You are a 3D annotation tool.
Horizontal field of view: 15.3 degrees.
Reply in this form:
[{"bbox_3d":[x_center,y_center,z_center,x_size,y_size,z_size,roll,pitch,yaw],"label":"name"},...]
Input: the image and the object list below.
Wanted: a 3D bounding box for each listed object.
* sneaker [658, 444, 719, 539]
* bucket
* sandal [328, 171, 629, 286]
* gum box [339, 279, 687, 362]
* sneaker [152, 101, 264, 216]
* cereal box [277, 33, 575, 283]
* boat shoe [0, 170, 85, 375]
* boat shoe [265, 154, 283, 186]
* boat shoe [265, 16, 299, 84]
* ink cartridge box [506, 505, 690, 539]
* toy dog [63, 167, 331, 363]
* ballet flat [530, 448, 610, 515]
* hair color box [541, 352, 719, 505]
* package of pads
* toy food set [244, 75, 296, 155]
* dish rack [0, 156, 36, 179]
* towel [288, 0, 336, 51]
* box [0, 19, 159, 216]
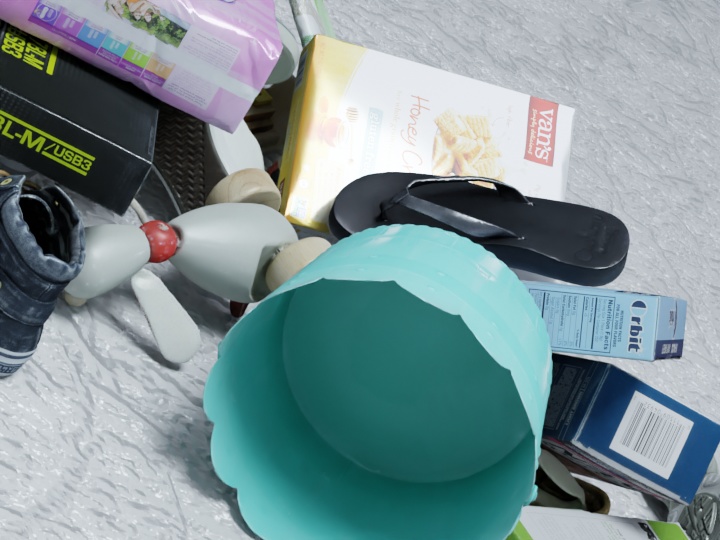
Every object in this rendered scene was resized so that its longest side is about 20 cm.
[{"bbox_3d":[0.266,0.183,1.916,0.099,0.078,0.200,32,26,-23],"label":"sneaker"},{"bbox_3d":[0.018,0.077,1.606,0.207,0.207,0.135,39,24,-1],"label":"bucket"},{"bbox_3d":[0.080,-0.038,1.774,0.200,0.043,0.076,6,47,2],"label":"sandal"},{"bbox_3d":[0.103,0.028,1.735,0.200,0.045,0.170,6,0,13],"label":"gum box"},{"bbox_3d":[-0.116,-0.099,1.822,0.085,0.073,0.200,-55,126,-73],"label":"sneaker"},{"bbox_3d":[0.046,-0.069,1.848,0.200,0.040,0.144,14,68,-15],"label":"cereal box"},{"bbox_3d":[-0.215,-0.034,1.593,0.071,0.091,0.200,19,31,-37],"label":"boat shoe"},{"bbox_3d":[0.000,0.000,1.872,0.200,0.063,0.071,46,23,13],"label":"boat shoe"},{"bbox_3d":[-0.126,-0.198,1.833,0.201,0.070,0.072,26,49,-1],"label":"boat shoe"},{"bbox_3d":[0.161,0.229,1.687,0.200,0.076,0.148,12,35,-48],"label":"ink cartridge box"},{"bbox_3d":[-0.115,0.000,1.710,0.200,0.096,0.132,8,39,-25],"label":"toy dog"},{"bbox_3d":[0.079,0.123,1.763,0.200,0.063,0.069,29,35,-20],"label":"ballet flat"},{"bbox_3d":[0.147,0.099,1.790,0.100,0.061,0.200,29,-7,-21],"label":"hair color box"},{"bbox_3d":[-0.151,-0.173,1.690,0.200,0.076,0.121,26,21,-17],"label":"package of pads"},{"bbox_3d":[-0.120,-0.150,1.962,0.144,0.060,0.200,45,25,14],"label":"toy food set"},{"bbox_3d":[-0.250,-0.129,1.768,0.172,0.044,0.200,39,24,1],"label":"dish rack"},{"bbox_3d":[-0.019,-0.138,1.958,0.149,0.031,0.200,70,5,-71],"label":"towel"},{"bbox_3d":[-0.217,-0.125,1.653,0.193,0.048,0.200,25,19,-11],"label":"box"}]
